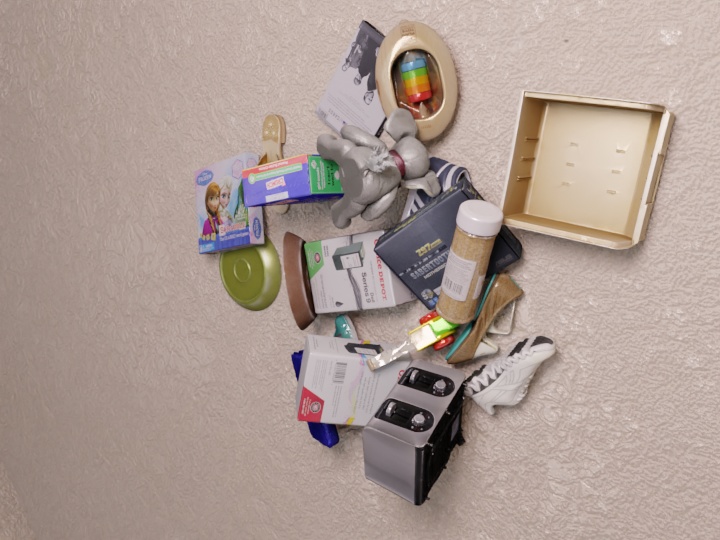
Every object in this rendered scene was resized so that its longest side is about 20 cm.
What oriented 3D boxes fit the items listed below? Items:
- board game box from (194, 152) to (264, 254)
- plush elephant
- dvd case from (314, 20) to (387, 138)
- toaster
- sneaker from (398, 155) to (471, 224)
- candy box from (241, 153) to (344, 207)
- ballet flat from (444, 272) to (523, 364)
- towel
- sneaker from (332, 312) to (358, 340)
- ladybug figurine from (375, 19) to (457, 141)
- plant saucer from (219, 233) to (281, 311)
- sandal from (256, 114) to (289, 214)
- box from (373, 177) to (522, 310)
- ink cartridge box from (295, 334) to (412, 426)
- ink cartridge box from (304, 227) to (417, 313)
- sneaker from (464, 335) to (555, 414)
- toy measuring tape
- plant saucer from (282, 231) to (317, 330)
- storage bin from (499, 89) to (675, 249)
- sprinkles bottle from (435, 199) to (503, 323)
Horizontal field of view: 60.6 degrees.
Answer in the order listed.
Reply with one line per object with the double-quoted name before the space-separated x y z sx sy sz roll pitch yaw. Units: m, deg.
"board game box" -0.300 -0.146 1.392 0.200 0.041 0.200 -9 84 42
"plush elephant" 0.042 -0.172 1.018 0.200 0.155 0.165 -9 97 59
"dvd case" 0.008 -0.340 1.161 0.150 0.025 0.200 46 122 21
"toaster" 0.098 0.277 1.056 0.118 0.181 0.200 18 132 26
"sneaker" 0.133 -0.096 1.081 0.108 0.070 0.201 20 107 35
"candy box" -0.093 -0.167 1.157 0.169 0.200 0.077 -4 96 37
"ballet flat" 0.219 0.098 1.064 0.072 0.068 0.200 29 112 9
"towel" -0.099 0.264 1.289 0.148 0.049 0.201 147 107 -78
"sneaker" -0.039 0.189 1.242 0.071 0.080 0.201 -170 71 -78
"ladybug figurine" 0.095 -0.322 1.050 0.135 0.072 0.201 -8 104 8
"plant saucer" -0.265 -0.002 1.424 0.200 0.031 0.201 7 102 35
"sandal" -0.200 -0.224 1.310 0.077 0.070 0.212 6 102 36
"box" 0.145 -0.039 1.043 0.200 0.051 0.158 -33 108 31
"ink cartridge box" -0.013 0.212 1.169 0.083 0.199 0.146 -114 33 -68
"ink cartridge box" 0.000 0.000 1.189 0.200 0.084 0.146 -8 92 38
"sneaker" 0.260 0.177 1.039 0.081 0.075 0.200 52 132 8
"toy measuring tape" 0.105 0.127 1.118 0.200 0.074 0.074 -30 78 6
"plant saucer" -0.116 0.018 1.235 0.034 0.200 0.201 -10 92 5
"storage bin" 0.328 -0.150 0.908 0.198 0.094 0.201 18 108 34
"sprinkles bottle" 0.170 -0.011 0.981 0.068 0.068 0.200 31 130 29
